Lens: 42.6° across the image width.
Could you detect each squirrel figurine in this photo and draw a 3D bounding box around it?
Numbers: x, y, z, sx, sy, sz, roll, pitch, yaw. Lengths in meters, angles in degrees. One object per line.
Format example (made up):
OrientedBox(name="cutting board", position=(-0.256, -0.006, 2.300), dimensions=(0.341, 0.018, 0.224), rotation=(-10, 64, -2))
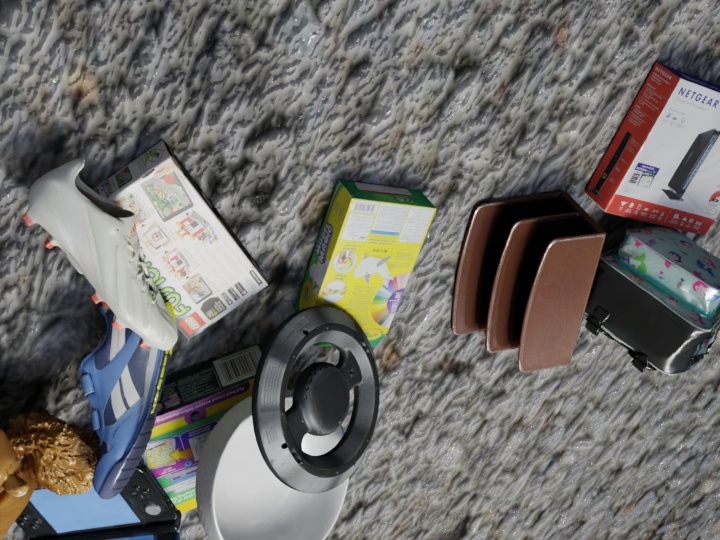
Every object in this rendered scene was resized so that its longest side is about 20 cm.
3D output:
OrientedBox(name="squirrel figurine", position=(-0.360, 0.189, 0.922), dimensions=(0.198, 0.143, 0.187), rotation=(-20, 165, -35))

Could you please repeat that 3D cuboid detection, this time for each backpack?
OrientedBox(name="backpack", position=(0.389, 0.031, 1.193), dimensions=(0.199, 0.177, 0.152), rotation=(-6, 129, -58))

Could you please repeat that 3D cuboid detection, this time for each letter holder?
OrientedBox(name="letter holder", position=(0.199, 0.020, 1.146), dimensions=(0.139, 0.101, 0.203), rotation=(-8, 127, -20))

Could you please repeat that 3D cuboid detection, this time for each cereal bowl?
OrientedBox(name="cereal bowl", position=(-0.109, 0.231, 1.051), dimensions=(0.198, 0.082, 0.205), rotation=(-7, 100, -44))

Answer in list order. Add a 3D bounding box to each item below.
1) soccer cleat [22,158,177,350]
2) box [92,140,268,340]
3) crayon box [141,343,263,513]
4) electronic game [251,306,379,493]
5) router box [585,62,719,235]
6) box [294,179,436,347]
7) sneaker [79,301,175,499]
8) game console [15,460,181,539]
OrientedBox(name="soccer cleat", position=(-0.226, -0.010, 0.861), dimensions=(0.077, 0.069, 0.201), rotation=(-37, 111, -2))
OrientedBox(name="box", position=(-0.189, -0.025, 0.952), dimensions=(0.109, 0.035, 0.201), rotation=(-33, 132, -1))
OrientedBox(name="crayon box", position=(-0.190, 0.199, 1.103), dimensions=(0.197, 0.059, 0.175), rotation=(-19, 132, -15))
OrientedBox(name="electronic game", position=(-0.044, 0.141, 1.019), dimensions=(0.198, 0.041, 0.205), rotation=(2, 87, -50))
OrientedBox(name="router box", position=(0.403, -0.146, 1.162), dimensions=(0.197, 0.049, 0.182), rotation=(8, 120, -32))
OrientedBox(name="box", position=(0.000, 0.000, 1.063), dimensions=(0.115, 0.049, 0.203), rotation=(4, 119, -30))
OrientedBox(name="sneaker", position=(-0.245, 0.126, 0.934), dimensions=(0.081, 0.204, 0.074), rotation=(12, 167, -3))
OrientedBox(name="game console", position=(-0.310, 0.318, 1.043), dimensions=(0.196, 0.120, 0.172), rotation=(-11, 132, 12))
